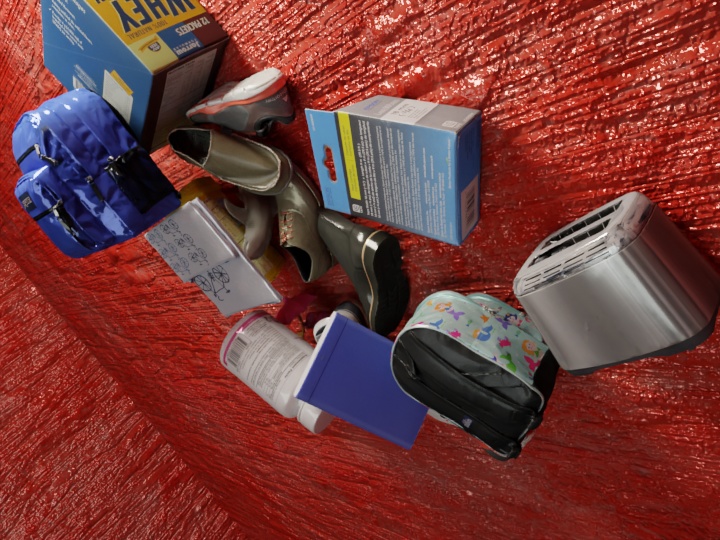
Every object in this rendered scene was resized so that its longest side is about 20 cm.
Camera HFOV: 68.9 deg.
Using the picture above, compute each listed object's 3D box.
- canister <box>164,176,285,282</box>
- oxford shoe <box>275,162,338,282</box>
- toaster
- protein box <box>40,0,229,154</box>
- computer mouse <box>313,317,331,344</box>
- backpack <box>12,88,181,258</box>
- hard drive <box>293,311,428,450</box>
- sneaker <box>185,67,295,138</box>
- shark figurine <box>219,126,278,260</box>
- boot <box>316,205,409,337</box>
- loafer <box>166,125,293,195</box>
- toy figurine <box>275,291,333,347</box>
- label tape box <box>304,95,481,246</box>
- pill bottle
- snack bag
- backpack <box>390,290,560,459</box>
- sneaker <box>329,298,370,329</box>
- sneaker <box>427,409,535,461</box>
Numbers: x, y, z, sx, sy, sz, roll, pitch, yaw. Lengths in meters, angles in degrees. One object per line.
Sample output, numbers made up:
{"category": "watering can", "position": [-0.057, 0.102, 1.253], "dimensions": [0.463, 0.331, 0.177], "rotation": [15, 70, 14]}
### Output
{"category": "canister", "position": [-0.225, -0.055, 0.891], "dimensions": [0.200, 0.086, 0.149], "rotation": [48, -173, -10]}
{"category": "oxford shoe", "position": [-0.095, -0.073, 0.798], "dimensions": [0.070, 0.075, 0.202], "rotation": [1, 125, 45]}
{"category": "toaster", "position": [0.250, 0.014, 0.520], "dimensions": [0.129, 0.114, 0.200], "rotation": [49, 145, -3]}
{"category": "protein box", "position": [-0.321, -0.307, 0.737], "dimensions": [0.199, 0.135, 0.200], "rotation": [46, 144, -4]}
{"category": "computer mouse", "position": [0.008, 0.137, 0.829], "dimensions": [0.109, 0.044, 0.200], "rotation": [-29, 112, 30]}
{"category": "backpack", "position": [-0.373, -0.131, 0.713], "dimensions": [0.161, 0.168, 0.201], "rotation": [-11, 117, 40]}
{"category": "hard drive", "position": [0.018, 0.165, 0.778], "dimensions": [0.199, 0.133, 0.025], "rotation": [29, 172, -17]}
{"category": "sneaker", "position": [-0.169, -0.216, 0.735], "dimensions": [0.198, 0.077, 0.082], "rotation": [4, 135, 42]}
{"category": "shark figurine", "position": [-0.164, -0.126, 0.836], "dimensions": [0.089, 0.128, 0.217], "rotation": [-22, 84, 20]}
{"category": "boot", "position": [0.000, 0.000, 0.799], "dimensions": [0.138, 0.077, 0.202], "rotation": [33, 142, 35]}
{"category": "loafer", "position": [-0.190, -0.157, 0.743], "dimensions": [0.198, 0.070, 0.076], "rotation": [18, 102, 16]}
{"category": "toy figurine", "position": [-0.082, 0.128, 0.959], "dimensions": [0.197, 0.151, 0.186], "rotation": [5, 122, 13]}
{"category": "label tape box", "position": [0.041, -0.126, 0.625], "dimensions": [0.198, 0.063, 0.145], "rotation": [20, 138, 30]}
{"category": "pill bottle", "position": [-0.120, 0.162, 0.846], "dimensions": [0.199, 0.113, 0.114], "rotation": [34, 143, 20]}
{"category": "snack bag", "position": [-0.233, -0.006, 0.819], "dimensions": [0.187, 0.021, 0.201], "rotation": [-17, 118, 45]}
{"category": "backpack", "position": [0.144, 0.122, 0.693], "dimensions": [0.198, 0.151, 0.179], "rotation": [24, 137, 14]}
{"category": "sneaker", "position": [0.003, 0.142, 0.901], "dimensions": [0.077, 0.080, 0.202], "rotation": [-4, 114, 20]}
{"category": "sneaker", "position": [0.175, 0.213, 0.826], "dimensions": [0.200, 0.067, 0.108], "rotation": [33, 142, 10]}
